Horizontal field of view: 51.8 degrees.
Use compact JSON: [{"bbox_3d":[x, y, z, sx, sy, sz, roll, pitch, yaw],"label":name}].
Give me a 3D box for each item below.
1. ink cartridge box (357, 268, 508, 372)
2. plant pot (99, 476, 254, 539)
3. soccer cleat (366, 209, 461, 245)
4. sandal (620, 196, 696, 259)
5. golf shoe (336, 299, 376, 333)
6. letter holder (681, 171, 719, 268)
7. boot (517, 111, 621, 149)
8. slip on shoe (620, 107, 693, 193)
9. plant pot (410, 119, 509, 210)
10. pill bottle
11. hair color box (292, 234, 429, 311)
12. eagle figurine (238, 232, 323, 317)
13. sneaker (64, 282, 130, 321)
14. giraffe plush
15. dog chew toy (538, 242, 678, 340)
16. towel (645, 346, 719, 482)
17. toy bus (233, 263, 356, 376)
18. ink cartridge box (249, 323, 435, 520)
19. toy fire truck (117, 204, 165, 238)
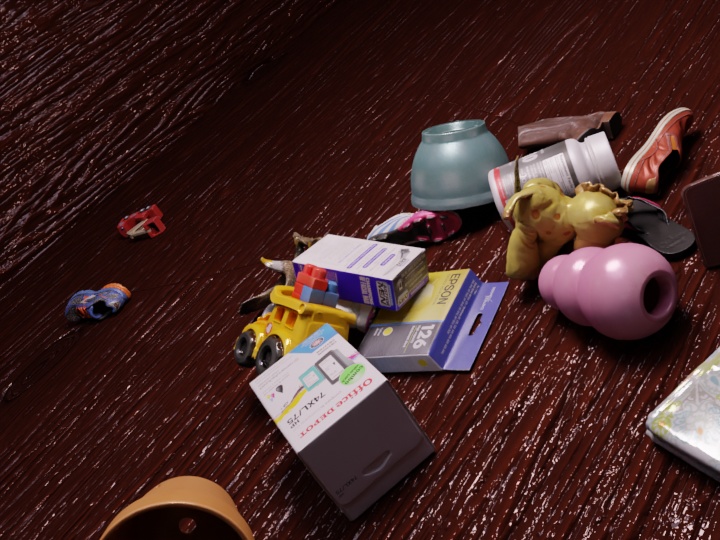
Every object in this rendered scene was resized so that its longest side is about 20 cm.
[{"bbox_3d":[0.111,0.077,1.175,0.200,0.047,0.198,-10,34,39],"label":"ink cartridge box"},{"bbox_3d":[-0.225,0.352,0.935,0.200,0.200,0.140,-31,12,1],"label":"plant pot"},{"bbox_3d":[0.100,-0.087,1.416,0.200,0.070,0.086,-17,32,27],"label":"soccer cleat"},{"bbox_3d":[0.422,-0.078,1.110,0.075,0.045,0.200,-34,28,-2],"label":"sandal"},{"bbox_3d":[-0.014,0.033,1.298,0.091,0.075,0.200,7,27,0],"label":"golf shoe"},{"bbox_3d":[0.527,-0.104,0.946,0.200,0.142,0.101,-13,33,31],"label":"letter holder"},{"bbox_3d":[0.366,-0.245,1.409,0.200,0.064,0.186,7,34,45],"label":"boot"},{"bbox_3d":[0.496,-0.192,1.205,0.061,0.074,0.200,26,59,32],"label":"slip on shoe"},{"bbox_3d":[0.184,-0.206,1.390,0.200,0.134,0.200,-10,20,4],"label":"plant pot"},{"bbox_3d":[0.328,-0.152,1.248,0.200,0.114,0.114,-21,30,20],"label":"pill bottle"},{"bbox_3d":[0.000,0.000,1.231,0.200,0.065,0.109,9,33,34],"label":"hair color box"},{"bbox_3d":[-0.138,0.025,1.450,0.152,0.151,0.200,54,-123,-80],"label":"eagle figurine"},{"bbox_3d":[-0.689,0.092,1.910,0.200,0.075,0.078,-20,34,24],"label":"sneaker"},{"bbox_3d":[0.311,-0.073,1.090,0.162,0.200,0.173,10,51,26],"label":"giraffe plush"},{"bbox_3d":[0.317,0.022,0.986,0.125,0.125,0.200,-41,22,-17],"label":"dog chew toy"},{"bbox_3d":[0.417,0.152,0.754,0.171,0.048,0.200,-41,29,-10],"label":"towel"},{"bbox_3d":[-0.101,0.083,1.192,0.200,0.136,0.192,13,91,55],"label":"toy bus"},{"bbox_3d":[-0.029,0.199,1.009,0.147,0.146,0.200,-38,29,-11],"label":"ink cartridge box"},{"bbox_3d":[-0.676,-0.138,2.283,0.200,0.049,0.141,-19,31,22],"label":"toy fire truck"}]
